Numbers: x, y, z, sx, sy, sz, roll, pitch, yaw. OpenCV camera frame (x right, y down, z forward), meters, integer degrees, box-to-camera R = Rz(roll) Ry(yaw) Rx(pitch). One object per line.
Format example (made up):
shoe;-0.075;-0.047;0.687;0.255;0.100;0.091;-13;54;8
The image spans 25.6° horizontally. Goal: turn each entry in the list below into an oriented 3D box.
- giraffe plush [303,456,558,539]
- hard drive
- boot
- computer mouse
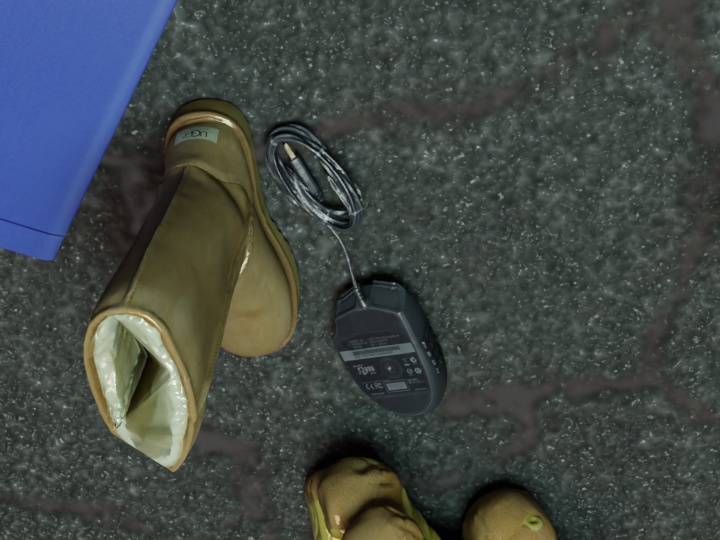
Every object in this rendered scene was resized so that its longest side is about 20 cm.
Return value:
giraffe plush;0.066;0.200;0.981;0.161;0.173;0.202;-12;116;-11
hard drive;-0.186;-0.104;0.824;0.131;0.025;0.201;18;122;-23
boot;-0.086;0.029;0.827;0.066;0.201;0.176;-8;125;12
computer mouse;0.000;0.000;0.907;0.058;0.034;0.201;-6;122;31
